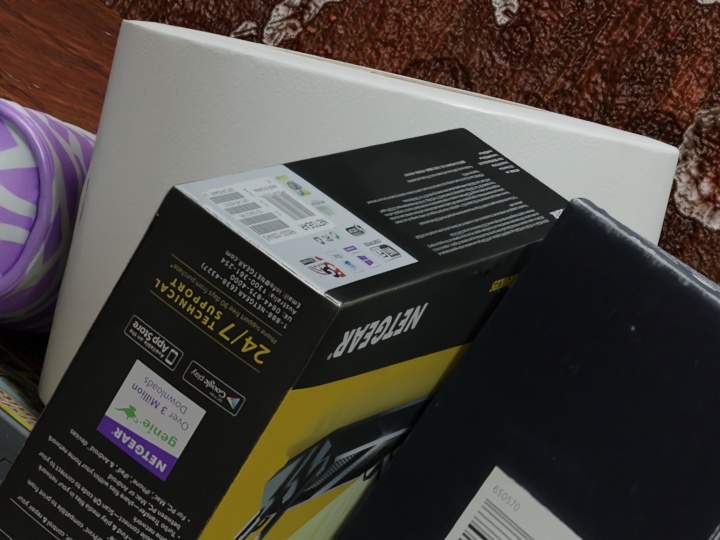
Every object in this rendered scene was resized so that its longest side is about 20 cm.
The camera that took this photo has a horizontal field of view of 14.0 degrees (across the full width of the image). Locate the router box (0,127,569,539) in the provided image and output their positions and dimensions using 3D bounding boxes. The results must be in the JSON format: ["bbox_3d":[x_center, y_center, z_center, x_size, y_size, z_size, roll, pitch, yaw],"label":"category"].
[{"bbox_3d":[-0.026,0.046,0.763,0.052,0.157,0.200,36,18,14],"label":"router box"}]

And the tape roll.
[{"bbox_3d":[0.000,0.000,1.025,0.202,0.140,0.203,14,5,-1],"label":"tape roll"}]

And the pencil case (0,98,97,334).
[{"bbox_3d":[-0.124,-0.017,1.111,0.085,0.084,0.200,4,-5,17],"label":"pencil case"}]

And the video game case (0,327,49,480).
[{"bbox_3d":[-0.148,0.030,1.077,0.200,0.026,0.181,37,5,15],"label":"video game case"}]

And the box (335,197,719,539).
[{"bbox_3d":[0.081,0.114,0.796,0.182,0.200,0.104,30,7,-45],"label":"box"}]
